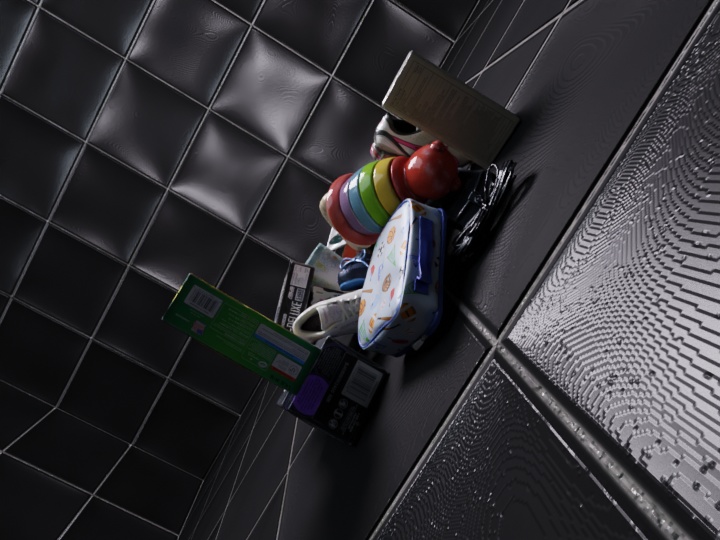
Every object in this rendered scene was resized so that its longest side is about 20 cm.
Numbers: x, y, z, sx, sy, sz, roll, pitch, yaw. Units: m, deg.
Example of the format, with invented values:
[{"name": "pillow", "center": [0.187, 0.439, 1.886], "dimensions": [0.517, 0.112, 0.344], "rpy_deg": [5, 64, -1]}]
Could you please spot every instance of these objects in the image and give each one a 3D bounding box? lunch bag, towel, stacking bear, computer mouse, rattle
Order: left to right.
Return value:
[{"name": "towel", "center": [-0.050, 0.023, 1.162], "dimensions": [0.048, 0.171, 0.200], "rpy_deg": [-61, 6, -22]}, {"name": "rattle", "center": [0.000, -0.111, 0.997], "dimensions": [0.200, 0.129, 0.144], "rpy_deg": [66, -134, -67]}, {"name": "stacking bear", "center": [0.055, -0.121, 0.758], "dimensions": [0.199, 0.122, 0.114], "rpy_deg": [-21, 4, 38]}, {"name": "lunch bag", "center": [0.060, 0.013, 0.684], "dimensions": [0.160, 0.075, 0.201], "rpy_deg": [128, 154, -53]}, {"name": "computer mouse", "center": [0.153, -0.090, 0.718], "dimensions": [0.139, 0.052, 0.200], "rpy_deg": [-61, 18, 9]}]

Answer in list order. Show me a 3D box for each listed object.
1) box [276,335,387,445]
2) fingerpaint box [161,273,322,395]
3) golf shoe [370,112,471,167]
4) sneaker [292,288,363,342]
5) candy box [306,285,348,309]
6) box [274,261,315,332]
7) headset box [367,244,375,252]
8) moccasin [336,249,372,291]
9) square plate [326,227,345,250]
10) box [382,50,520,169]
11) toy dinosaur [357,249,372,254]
[{"name": "box", "center": [-0.052, 0.187, 0.804], "dimensions": [0.123, 0.106, 0.200], "rpy_deg": [-61, 7, -17]}, {"name": "fingerpaint box", "center": [-0.166, 0.093, 0.728], "dimensions": [0.074, 0.199, 0.167], "rpy_deg": [-60, 7, -11]}, {"name": "golf shoe", "center": [0.122, -0.229, 0.903], "dimensions": [0.092, 0.198, 0.073], "rpy_deg": [109, 155, -46]}, {"name": "sneaker", "center": [-0.019, 0.076, 0.843], "dimensions": [0.199, 0.075, 0.100], "rpy_deg": [-21, -11, 7]}, {"name": "candy box", "center": [-0.051, 0.081, 1.043], "dimensions": [0.200, 0.135, 0.061], "rpy_deg": [149, 133, -74]}, {"name": "box", "center": [-0.139, 0.099, 0.970], "dimensions": [0.158, 0.049, 0.201], "rpy_deg": [134, 148, -72]}, {"name": "headset box", "center": [0.099, -0.135, 1.121], "dimensions": [0.149, 0.077, 0.201], "rpy_deg": [-54, 11, 40]}, {"name": "moccasin", "center": [0.000, 0.000, 0.990], "dimensions": [0.080, 0.069, 0.200], "rpy_deg": [-16, -5, 16]}, {"name": "square plate", "center": [0.004, -0.143, 1.160], "dimensions": [0.198, 0.028, 0.201], "rpy_deg": [-17, 52, 54]}, {"name": "box", "center": [0.142, -0.258, 0.816], "dimensions": [0.095, 0.199, 0.078], "rpy_deg": [-56, 8, 24]}, {"name": "toy dinosaur", "center": [0.021, -0.090, 1.246], "dimensions": [0.201, 0.135, 0.086], "rpy_deg": [-63, 8, -17]}]
